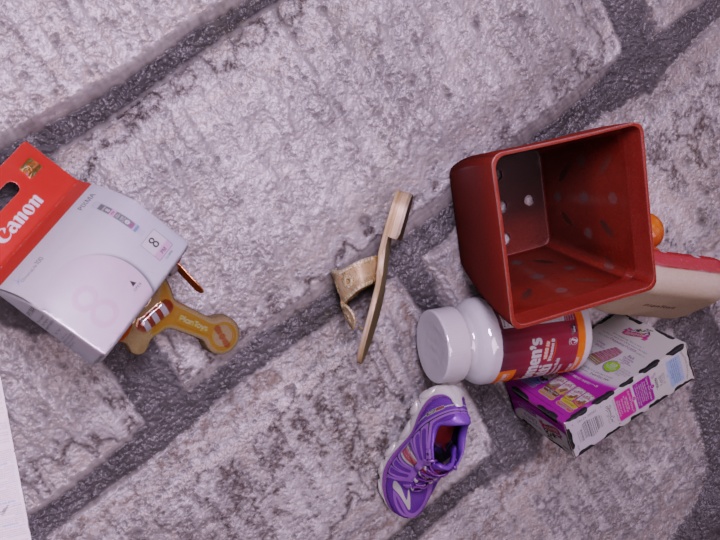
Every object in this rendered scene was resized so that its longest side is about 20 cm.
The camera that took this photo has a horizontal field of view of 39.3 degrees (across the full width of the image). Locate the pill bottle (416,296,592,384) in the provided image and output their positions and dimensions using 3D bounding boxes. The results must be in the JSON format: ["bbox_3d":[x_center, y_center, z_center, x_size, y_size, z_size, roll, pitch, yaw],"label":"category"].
[{"bbox_3d":[0.179,0.084,1.260,0.200,0.110,0.110,-6,102,-22],"label":"pill bottle"}]

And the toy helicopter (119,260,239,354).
[{"bbox_3d":[-0.216,0.035,1.119,0.200,0.079,0.132,27,80,-35],"label":"toy helicopter"}]

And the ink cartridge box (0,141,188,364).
[{"bbox_3d":[-0.297,-0.026,1.014,0.200,0.057,0.163,41,53,-15],"label":"ink cartridge box"}]

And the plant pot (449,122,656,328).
[{"bbox_3d":[0.212,-0.065,1.209,0.200,0.176,0.200,-14,104,-19],"label":"plant pot"}]

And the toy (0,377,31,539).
[{"bbox_3d":[-0.423,0.214,1.069,0.115,0.047,0.200,-10,100,-17],"label":"toy"}]

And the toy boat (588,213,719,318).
[{"bbox_3d":[0.380,-0.015,1.335,0.200,0.131,0.131,6,67,-24],"label":"toy boat"}]

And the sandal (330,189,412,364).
[{"bbox_3d":[0.001,0.001,1.206,0.070,0.078,0.212,16,86,7],"label":"sandal"}]

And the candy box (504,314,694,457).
[{"bbox_3d":[0.310,0.144,1.311,0.200,0.136,0.061,-30,117,-14],"label":"candy box"}]

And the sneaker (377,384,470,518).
[{"bbox_3d":[0.080,0.236,1.246,0.081,0.083,0.200,6,121,-21],"label":"sneaker"}]
